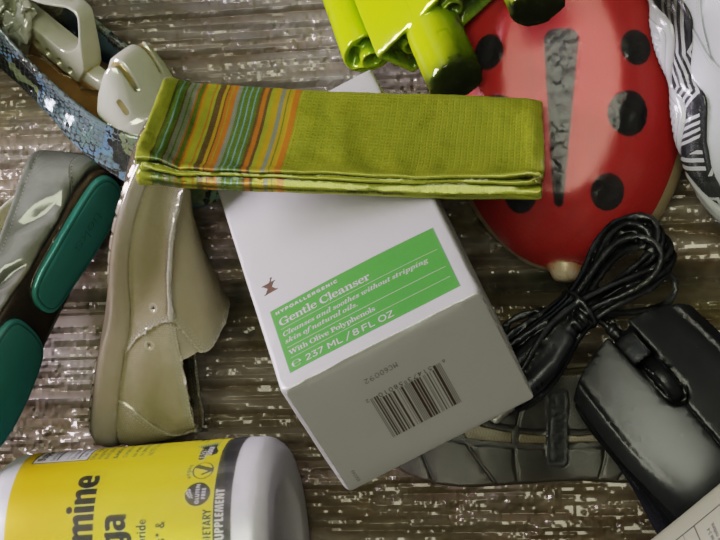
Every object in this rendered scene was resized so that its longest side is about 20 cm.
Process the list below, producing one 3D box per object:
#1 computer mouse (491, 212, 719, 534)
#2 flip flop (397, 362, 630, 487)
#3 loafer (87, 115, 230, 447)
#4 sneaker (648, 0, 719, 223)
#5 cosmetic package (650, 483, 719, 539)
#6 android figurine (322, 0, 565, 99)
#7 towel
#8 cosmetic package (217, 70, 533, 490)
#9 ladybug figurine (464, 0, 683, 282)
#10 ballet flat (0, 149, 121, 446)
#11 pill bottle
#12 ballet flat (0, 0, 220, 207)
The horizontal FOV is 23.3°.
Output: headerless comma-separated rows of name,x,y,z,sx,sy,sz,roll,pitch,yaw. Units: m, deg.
computer mouse,0.163,0.082,0.886,0.138,0.053,0.200,-43,97,-11
flip flop,0.088,0.073,0.934,0.198,0.058,0.082,4,93,-5
loafer,-0.103,0.007,0.949,0.068,0.076,0.201,9,117,-5
sneaker,0.213,-0.110,0.879,0.115,0.075,0.201,-12,97,50
cosmetic package,0.193,0.157,0.816,0.200,0.071,0.106,-44,39,25
android figurine,0.042,-0.193,0.937,0.182,0.041,0.201,-42,50,28
towel,-0.008,-0.068,0.867,0.198,0.086,0.018,3,129,3
cosmetic package,0.000,0.000,0.886,0.107,0.085,0.200,-28,41,3
ladybug figurine,0.110,-0.095,0.935,0.135,0.072,0.202,-4,84,10
ballet flat,-0.200,0.021,0.972,0.063,0.067,0.201,16,67,22
pill bottle,-0.134,0.152,0.936,0.199,0.112,0.113,-6,83,10
ballet flat,-0.150,-0.113,0.982,0.200,0.074,0.074,36,92,11
